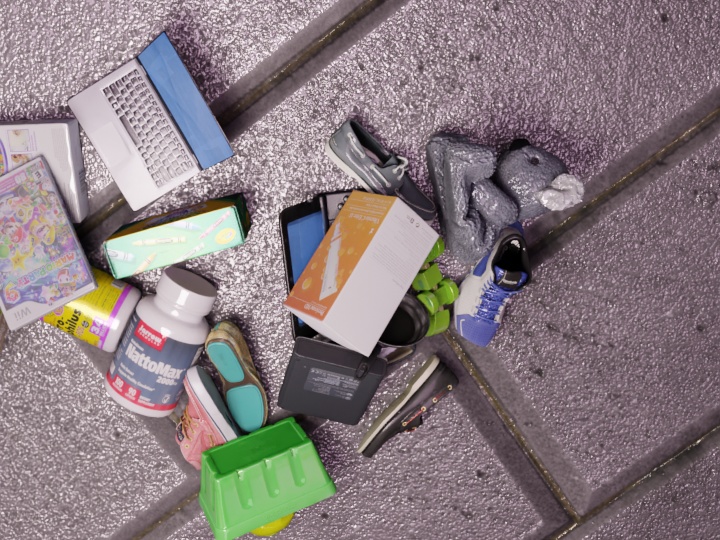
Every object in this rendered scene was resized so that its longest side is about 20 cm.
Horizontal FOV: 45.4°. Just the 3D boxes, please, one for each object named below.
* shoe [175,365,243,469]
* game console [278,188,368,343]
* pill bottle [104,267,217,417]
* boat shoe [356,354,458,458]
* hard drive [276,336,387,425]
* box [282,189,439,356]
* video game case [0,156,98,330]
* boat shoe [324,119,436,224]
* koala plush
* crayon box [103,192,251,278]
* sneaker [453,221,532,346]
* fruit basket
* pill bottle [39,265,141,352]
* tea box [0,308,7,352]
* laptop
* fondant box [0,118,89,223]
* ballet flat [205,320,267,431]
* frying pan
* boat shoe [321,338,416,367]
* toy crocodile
[{"bbox_3d":[-0.250,0.234,1.329,0.089,0.072,0.202,-23,134,-3],"label":"shoe"},{"bbox_3d":[-0.025,-0.009,1.289,0.171,0.117,0.205,-6,105,-1],"label":"game console"},{"bbox_3d":[-0.297,0.105,1.304,0.118,0.120,0.203,25,101,-8],"label":"pill bottle"},{"bbox_3d":[0.074,0.229,1.374,0.063,0.074,0.202,43,94,-4],"label":"boat shoe"},{"bbox_3d":[-0.048,0.174,1.311,0.136,0.033,0.201,14,146,-6],"label":"hard drive"},{"bbox_3d":[0.000,0.000,1.222,0.097,0.124,0.202,38,78,-31],"label":"box"},{"bbox_3d":[-0.472,-0.038,1.221,0.141,0.018,0.203,-25,87,5],"label":"video game case"},{"bbox_3d":[0.039,-0.145,1.273,0.199,0.073,0.062,38,122,-4],"label":"boat shoe"},{"bbox_3d":[0.213,-0.117,1.251,0.195,0.178,0.188,-12,106,-6],"label":"koala plush"},{"bbox_3d":[-0.264,-0.053,1.266,0.196,0.119,0.060,-15,105,1],"label":"crayon box"},{"bbox_3d":[0.202,0.022,1.307,0.079,0.115,0.203,17,103,-6],"label":"sneaker"},{"bbox_3d":[-0.147,0.356,1.349,0.211,0.155,0.221,-8,110,-23],"label":"fruit basket"},{"bbox_3d":[-0.437,0.035,1.287,0.197,0.104,0.106,26,102,-8],"label":"pill bottle"},{"bbox_3d":[-0.603,0.050,1.206,0.131,0.202,0.199,-18,127,3],"label":"tea box"},{"bbox_3d":[-0.302,-0.205,1.228,0.197,0.116,0.190,-29,103,5],"label":"laptop"},{"bbox_3d":[-0.509,-0.143,1.261,0.195,0.058,0.148,-3,108,-3],"label":"fondant box"},{"bbox_3d":[-0.187,0.162,1.345,0.069,0.071,0.203,-16,124,1],"label":"ballet flat"},{"bbox_3d":[0.046,0.099,1.257,0.112,0.193,0.031,10,136,-7],"label":"frying pan"},{"bbox_3d":[-0.007,0.135,1.339,0.197,0.061,0.076,-27,135,11],"label":"boat shoe"},{"bbox_3d":[0.098,0.004,1.330,0.067,0.061,0.204,-28,107,-38],"label":"toy crocodile"}]
